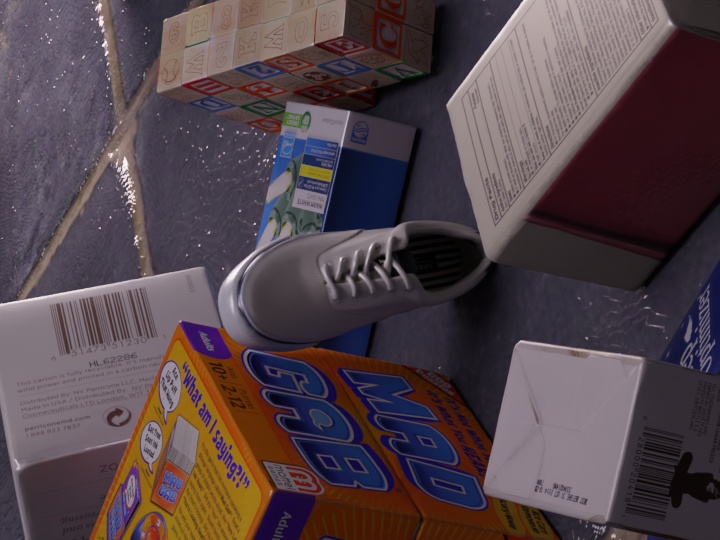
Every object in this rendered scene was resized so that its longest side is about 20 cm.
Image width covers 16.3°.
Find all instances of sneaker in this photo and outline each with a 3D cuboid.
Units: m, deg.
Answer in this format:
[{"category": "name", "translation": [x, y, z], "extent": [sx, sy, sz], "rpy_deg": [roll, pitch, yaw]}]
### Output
[{"category": "sneaker", "translation": [0.000, 0.000, 1.593], "extent": [0.071, 0.200, 0.073], "rpy_deg": [-23, 86, 50]}]

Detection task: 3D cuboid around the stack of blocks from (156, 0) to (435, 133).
[{"category": "stack of blocks", "translation": [-0.038, -0.158, 1.806], "extent": [0.200, 0.115, 0.059], "rpy_deg": [-12, 68, 46]}]

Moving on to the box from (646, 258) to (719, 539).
[{"category": "box", "translation": [0.187, 0.052, 1.334], "extent": [0.121, 0.032, 0.200], "rpy_deg": [-75, 10, -63]}]

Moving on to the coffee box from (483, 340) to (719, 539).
[{"category": "coffee box", "translation": [0.177, 0.094, 1.200], "extent": [0.114, 0.200, 0.080], "rpy_deg": [8, 84, 62]}]

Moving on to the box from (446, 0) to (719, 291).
[{"category": "box", "translation": [0.152, -0.103, 1.431], "extent": [0.200, 0.109, 0.128], "rpy_deg": [-53, 36, 39]}]

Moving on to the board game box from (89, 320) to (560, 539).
[{"category": "board game box", "translation": [-0.033, 0.180, 1.564], "extent": [0.200, 0.200, 0.200], "rpy_deg": [-67, 29, 20]}]

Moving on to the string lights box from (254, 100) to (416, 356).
[{"category": "string lights box", "translation": [-0.028, -0.014, 1.789], "extent": [0.103, 0.059, 0.200], "rpy_deg": [15, 92, 62]}]

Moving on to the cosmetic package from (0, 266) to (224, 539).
[{"category": "cosmetic package", "translation": [-0.165, 0.134, 1.798], "extent": [0.166, 0.167, 0.200], "rpy_deg": [-111, 12, -46]}]
